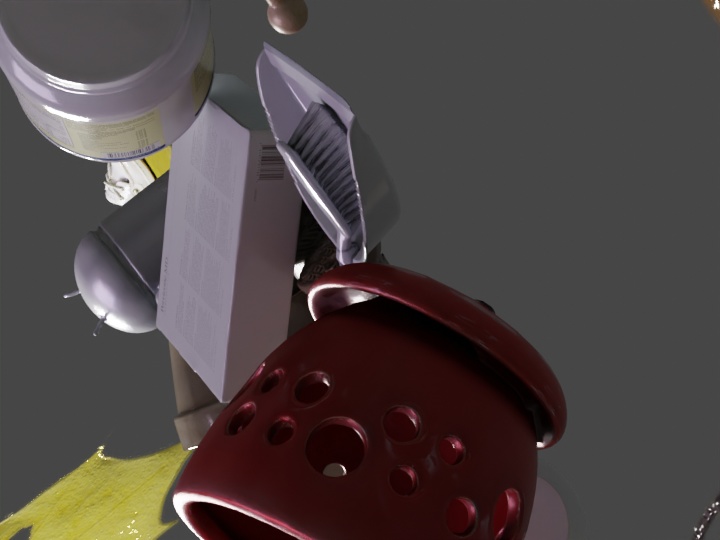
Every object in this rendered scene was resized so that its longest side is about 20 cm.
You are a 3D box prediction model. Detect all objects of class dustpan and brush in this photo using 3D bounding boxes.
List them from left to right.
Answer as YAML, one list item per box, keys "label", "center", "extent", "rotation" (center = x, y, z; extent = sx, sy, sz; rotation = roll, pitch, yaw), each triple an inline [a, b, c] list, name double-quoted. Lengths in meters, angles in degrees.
- label: "dustpan and brush"
  center: [-0.010, -0.034, 1.227]
  extent: [0.201, 0.057, 0.140]
  rotation: [57, 171, -34]

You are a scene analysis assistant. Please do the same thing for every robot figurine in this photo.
- label: "robot figurine"
  center: [-0.191, -0.019, 1.872]
  extent: [0.113, 0.200, 0.170]
  rotation: [56, 171, -33]

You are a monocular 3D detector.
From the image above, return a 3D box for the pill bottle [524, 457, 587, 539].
- label: "pill bottle"
  center: [0.103, 0.192, 1.406]
  extent: [0.113, 0.112, 0.200]
  rotation: [50, 172, 10]

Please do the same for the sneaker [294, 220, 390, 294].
- label: "sneaker"
  center: [0.000, 0.000, 1.382]
  extent: [0.075, 0.071, 0.200]
  rotation: [37, -179, -10]

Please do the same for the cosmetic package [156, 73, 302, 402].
- label: "cosmetic package"
  center: [-0.095, -0.026, 1.411]
  extent: [0.151, 0.051, 0.202]
  rotation: [38, 126, 56]

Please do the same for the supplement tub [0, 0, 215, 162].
- label: "supplement tub"
  center: [-0.168, -0.159, 1.286]
  extent: [0.145, 0.145, 0.200]
  rotation: [51, 172, 5]

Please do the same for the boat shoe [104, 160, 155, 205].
- label: "boat shoe"
  center: [-0.323, -0.118, 2.719]
  extent: [0.071, 0.069, 0.200]
  rotation: [48, 171, 37]

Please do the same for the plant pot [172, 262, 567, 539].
- label: "plant pot"
  center: [0.017, 0.112, 1.160]
  extent: [0.199, 0.183, 0.201]
  rotation: [29, 160, 11]

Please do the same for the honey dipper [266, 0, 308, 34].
- label: "honey dipper"
  center: [-0.080, -0.196, 1.003]
  extent: [0.200, 0.038, 0.038]
  rotation: [54, 173, -36]

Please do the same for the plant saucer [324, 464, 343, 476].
- label: "plant saucer"
  center: [0.023, 0.197, 1.731]
  extent: [0.030, 0.198, 0.201]
  rotation: [-89, -23, -43]

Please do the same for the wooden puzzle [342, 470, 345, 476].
- label: "wooden puzzle"
  center: [0.032, 0.135, 1.442]
  extent: [0.037, 0.186, 0.200]
  rotation: [11, 156, 15]

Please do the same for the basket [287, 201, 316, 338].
- label: "basket"
  center: [-0.067, 0.029, 1.610]
  extent: [0.179, 0.137, 0.200]
  rotation: [22, 156, 21]

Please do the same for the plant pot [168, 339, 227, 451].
- label: "plant pot"
  center: [-0.128, 0.079, 2.112]
  extent: [0.200, 0.198, 0.175]
  rotation: [153, 96, -83]
